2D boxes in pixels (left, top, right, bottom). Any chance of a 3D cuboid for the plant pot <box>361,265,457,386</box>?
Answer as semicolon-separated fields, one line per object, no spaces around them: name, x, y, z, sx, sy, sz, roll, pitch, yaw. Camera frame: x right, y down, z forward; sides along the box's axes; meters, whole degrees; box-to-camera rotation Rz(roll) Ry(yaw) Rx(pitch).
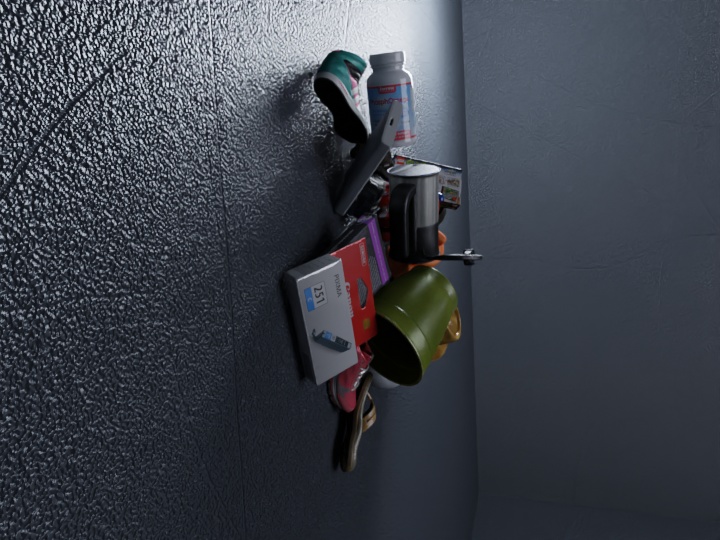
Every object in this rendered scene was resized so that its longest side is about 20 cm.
plant pot;0.101;0.097;1.162;0.193;0.198;0.203;-42;135;-31

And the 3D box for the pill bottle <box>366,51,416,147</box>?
pill bottle;0.070;-0.395;1.299;0.109;0.106;0.204;-50;136;-63

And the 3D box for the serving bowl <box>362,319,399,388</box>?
serving bowl;0.084;0.178;1.290;0.198;0.065;0.205;-11;105;-44

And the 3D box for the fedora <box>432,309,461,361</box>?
fedora;0.207;0.135;1.443;0.199;0.080;0.205;21;64;-53

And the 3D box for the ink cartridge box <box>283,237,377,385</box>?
ink cartridge box;-0.033;0.068;0.964;0.174;0.044;0.204;-26;119;-32

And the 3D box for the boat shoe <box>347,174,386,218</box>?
boat shoe;0.007;-0.163;1.212;0.094;0.074;0.200;-59;-175;14

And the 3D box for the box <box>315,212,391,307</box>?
box;-0.022;0.008;1.038;0.200;0.036;0.145;-46;134;-36

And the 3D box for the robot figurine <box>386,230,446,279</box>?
robot figurine;0.136;-0.045;1.431;0.114;0.200;0.147;3;67;-29

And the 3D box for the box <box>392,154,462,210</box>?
box;0.178;-0.239;1.522;0.035;0.195;0.112;126;-27;-67

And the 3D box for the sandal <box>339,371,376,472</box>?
sandal;0.003;0.310;1.146;0.080;0.053;0.204;126;-22;-63

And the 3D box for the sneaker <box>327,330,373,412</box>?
sneaker;-0.016;0.185;1.082;0.074;0.085;0.205;-43;130;-65

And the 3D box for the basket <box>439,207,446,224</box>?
basket;0.192;-0.207;1.664;0.200;0.134;0.183;39;28;-74

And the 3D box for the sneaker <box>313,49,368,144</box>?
sneaker;-0.023;-0.348;1.087;0.200;0.082;0.123;53;50;-59

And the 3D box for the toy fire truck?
toy fire truck;0.117;-0.152;1.368;0.200;0.164;0.114;-56;142;-59

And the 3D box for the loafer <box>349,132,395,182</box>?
loafer;0.050;-0.250;1.258;0.072;0.072;0.199;-60;156;6

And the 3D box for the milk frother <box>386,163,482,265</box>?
milk frother;0.153;-0.111;1.168;0.181;0.195;0.192;-78;166;-67

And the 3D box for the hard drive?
hard drive;0.014;-0.214;1.080;0.200;0.026;0.134;-50;-161;48
